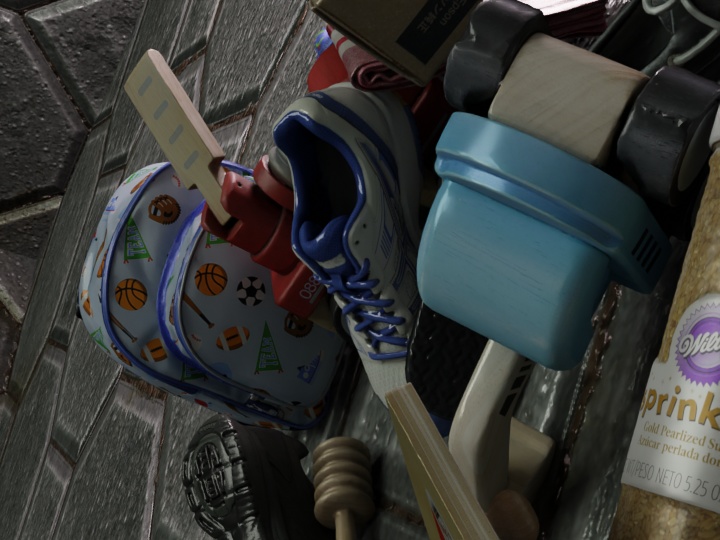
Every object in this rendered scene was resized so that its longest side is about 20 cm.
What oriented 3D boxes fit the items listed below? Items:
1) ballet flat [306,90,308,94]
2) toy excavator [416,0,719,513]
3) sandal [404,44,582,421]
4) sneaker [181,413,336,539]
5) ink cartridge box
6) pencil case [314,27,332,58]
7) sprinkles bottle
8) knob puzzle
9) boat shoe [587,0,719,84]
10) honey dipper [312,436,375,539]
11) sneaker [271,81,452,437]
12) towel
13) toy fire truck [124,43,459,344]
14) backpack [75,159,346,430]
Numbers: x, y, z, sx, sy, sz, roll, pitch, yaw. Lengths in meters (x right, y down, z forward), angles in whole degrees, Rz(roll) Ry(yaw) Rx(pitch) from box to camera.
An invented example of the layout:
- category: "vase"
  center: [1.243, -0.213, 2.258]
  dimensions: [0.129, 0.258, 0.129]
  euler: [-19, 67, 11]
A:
- category: "ballet flat"
  center: [-0.039, -0.075, 1.135]
  dimensions: [0.201, 0.070, 0.071]
  euler: [-64, 19, 17]
- category: "toy excavator"
  center: [0.068, 0.014, 0.598]
  dimensions: [0.201, 0.100, 0.194]
  euler: [-61, -22, -1]
- category: "sandal"
  center: [0.069, -0.022, 0.744]
  dimensions: [0.048, 0.075, 0.201]
  euler: [-64, -6, -87]
- category: "sneaker"
  center: [-0.041, 0.180, 0.874]
  dimensions: [0.076, 0.091, 0.201]
  euler: [-36, 58, 37]
- category: "ink cartridge box"
  center: [0.042, -0.204, 0.742]
  dimensions: [0.165, 0.075, 0.200]
  euler: [-51, 21, 16]
- category: "pencil case"
  center: [0.033, -0.213, 1.020]
  dimensions: [0.078, 0.087, 0.200]
  euler: [60, 135, 35]
- category: "sprinkles bottle"
  center: [0.133, 0.034, 0.487]
  dimensions: [0.068, 0.068, 0.201]
  euler: [180, 107, -72]
- category: "knob puzzle"
  center: [0.074, 0.152, 0.467]
  dimensions: [0.220, 0.030, 0.220]
  euler: [155, 90, -84]
- category: "boat shoe"
  center: [0.147, -0.119, 0.598]
  dimensions: [0.199, 0.068, 0.074]
  euler: [130, 153, -50]
- category: "honey dipper"
  center: [-0.007, 0.182, 0.822]
  dimensions: [0.201, 0.038, 0.038]
  euler: [-94, 28, -48]
- category: "sneaker"
  center: [0.000, 0.000, 0.772]
  dimensions: [0.075, 0.088, 0.201]
  euler: [-18, 89, 37]
- category: "towel"
  center: [0.050, -0.156, 0.842]
  dimensions: [0.200, 0.143, 0.023]
  euler: [-110, 6, -64]
- category: "toy fire truck"
  center: [-0.037, -0.079, 0.875]
  dimensions: [0.176, 0.199, 0.129]
  euler: [-55, 23, 22]
- category: "backpack"
  center: [-0.095, 0.012, 1.006]
  dimensions: [0.154, 0.190, 0.201]
  euler: [163, 125, -69]
